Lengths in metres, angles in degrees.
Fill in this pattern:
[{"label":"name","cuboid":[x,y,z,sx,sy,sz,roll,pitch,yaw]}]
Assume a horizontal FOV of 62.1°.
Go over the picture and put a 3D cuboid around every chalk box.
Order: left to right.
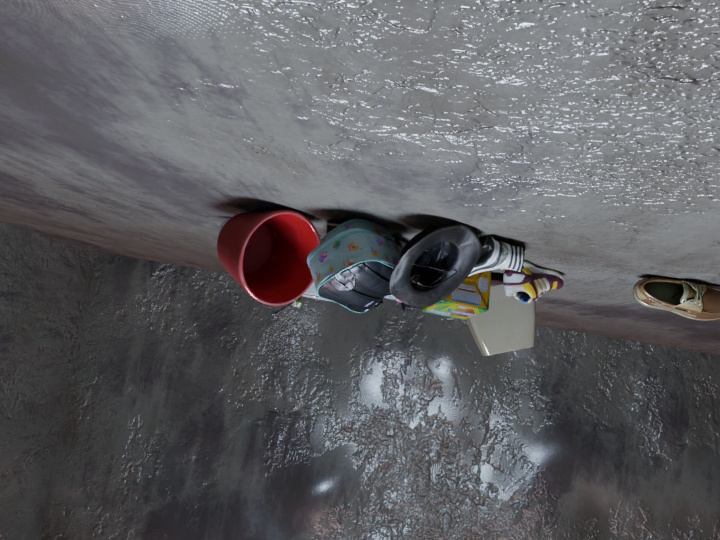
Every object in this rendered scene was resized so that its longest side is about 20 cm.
[{"label":"chalk box","cuboid":[0.229,0.046,1.486,0.122,0.127,0.200,10,165,-8]}]

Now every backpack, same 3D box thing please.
[{"label":"backpack","cuboid":[-0.009,-0.013,1.213,0.174,0.156,0.199,-29,159,27]}]

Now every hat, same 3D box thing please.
[{"label":"hat","cuboid":[0.134,-0.027,1.155,0.198,0.202,0.082,13,-145,-34]}]

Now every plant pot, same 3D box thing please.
[{"label":"plant pot","cuboid":[-0.211,-0.043,1.293,0.198,0.204,0.176,15,-177,-41]},{"label":"plant pot","cuboid":[0.394,0.139,1.676,0.196,0.181,0.200,-13,171,6]}]

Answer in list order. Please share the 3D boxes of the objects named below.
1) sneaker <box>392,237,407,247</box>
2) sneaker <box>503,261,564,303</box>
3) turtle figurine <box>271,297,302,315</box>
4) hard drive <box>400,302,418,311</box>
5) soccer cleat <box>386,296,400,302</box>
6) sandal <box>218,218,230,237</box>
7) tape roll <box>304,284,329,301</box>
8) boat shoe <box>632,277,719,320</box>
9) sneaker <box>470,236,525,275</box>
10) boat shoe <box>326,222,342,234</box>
[{"label":"sneaker","cuboid":[0.103,-0.037,1.376,0.078,0.076,0.200,-1,178,10]},{"label":"sneaker","cuboid":[0.405,0.037,1.413,0.197,0.092,0.074,14,172,-34]},{"label":"turtle figurine","cuboid":[-0.169,0.011,1.499,0.192,0.145,0.200,-32,166,1]},{"label":"hard drive","cuboid":[0.222,0.065,1.676,0.196,0.039,0.140,-12,170,-13]},{"label":"soccer cleat","cuboid":[0.083,0.051,1.624,0.084,0.072,0.200,4,175,-1]},{"label":"sandal","cuboid":[-0.250,-0.077,1.467,0.202,0.081,0.059,6,167,15]},{"label":"tape roll","cuboid":[-0.121,0.010,1.776,0.198,0.142,0.203,10,174,1]},{"label":"boat shoe","cuboid":[0.679,0.058,1.253,0.196,0.077,0.074,7,170,18]},{"label":"sneaker","cuboid":[0.268,-0.014,1.234,0.113,0.077,0.200,13,171,-15]},{"label":"boat shoe","cuboid":[-0.047,-0.064,1.350,0.070,0.064,0.200,12,172,-2]}]
